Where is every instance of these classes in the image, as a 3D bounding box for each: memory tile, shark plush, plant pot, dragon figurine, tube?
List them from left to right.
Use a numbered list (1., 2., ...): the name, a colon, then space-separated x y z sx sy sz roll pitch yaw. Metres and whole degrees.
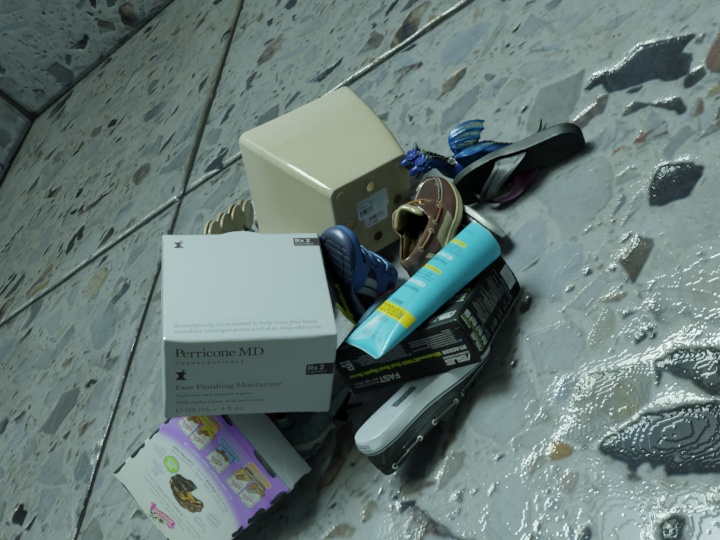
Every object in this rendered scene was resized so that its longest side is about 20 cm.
1. memory tile: -0.208 -0.027 1.534 0.017 0.154 0.200 0 17 14
2. shark plush: -0.084 0.211 1.223 0.200 0.083 0.091 -30 36 30
3. plant pot: -0.031 -0.118 1.378 0.199 0.200 0.177 -29 43 -24
4. tube: 0.073 0.026 1.076 0.200 0.050 0.077 -41 21 -14
5. dragon figurine: 0.156 -0.164 1.291 0.200 0.099 0.059 -26 49 12

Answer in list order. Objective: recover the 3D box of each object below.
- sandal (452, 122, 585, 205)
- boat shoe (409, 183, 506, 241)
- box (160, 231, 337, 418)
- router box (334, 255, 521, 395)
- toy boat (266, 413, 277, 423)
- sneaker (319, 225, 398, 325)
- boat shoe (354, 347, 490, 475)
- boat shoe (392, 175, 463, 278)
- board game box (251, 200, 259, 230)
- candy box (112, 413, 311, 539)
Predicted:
1. sandal: 0.202 -0.129 1.243 0.200 0.075 0.048 -27 55 33
2. boat shoe: 0.120 -0.063 1.270 0.060 0.074 0.200 -57 35 1
3. box: -0.140 0.061 1.142 0.200 0.198 0.131 -104 16 -51
4. router box: 0.078 0.066 1.142 0.200 0.062 0.150 -21 19 38
5. toy boat: -0.166 0.145 1.291 0.131 0.130 0.200 48 124 39
6. sneaker: 0.000 0.000 1.253 0.082 0.200 0.074 -40 55 -16
7. boat shoe: 0.080 0.154 1.094 0.200 0.057 0.069 -39 16 -18
8. boat shoe: 0.078 -0.061 1.182 0.072 0.072 0.200 -33 31 35
9. board game box: -0.109 -0.107 1.621 0.148 0.064 0.200 -48 32 2
10. candy box: -0.191 0.256 1.203 0.200 0.168 0.072 -43 -5 24
